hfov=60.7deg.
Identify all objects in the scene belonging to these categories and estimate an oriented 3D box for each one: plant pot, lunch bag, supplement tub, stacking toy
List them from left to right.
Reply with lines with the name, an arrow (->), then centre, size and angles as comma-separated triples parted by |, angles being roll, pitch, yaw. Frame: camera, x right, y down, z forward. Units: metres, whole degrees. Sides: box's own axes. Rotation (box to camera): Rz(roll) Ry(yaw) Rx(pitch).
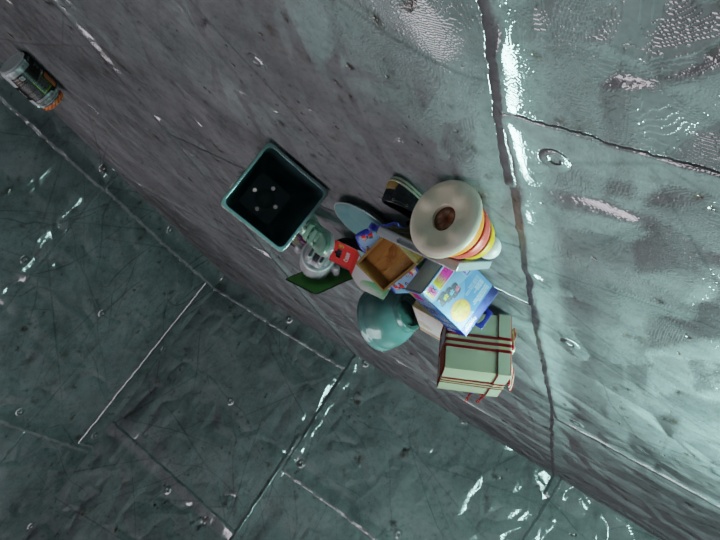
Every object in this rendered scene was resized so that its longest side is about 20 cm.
supplement tub -> -1.229, -0.706, 2.309 | 0.122, 0.123, 0.200 | 24, 162, 38
plant pot -> -0.235, -0.187, 1.589 | 0.196, 0.197, 0.200 | 39, 174, -17
plant pot -> 0.104, 0.140, 1.902 | 0.134, 0.201, 0.200 | -18, 130, 39
lunch bag -> 0.084, -0.040, 1.466 | 0.200, 0.094, 0.150 | 43, 155, -24
stacking toy -> 0.199, -0.068, 1.145 | 0.146, 0.146, 0.200 | 22, 178, 43

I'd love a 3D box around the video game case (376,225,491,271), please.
video game case -> 0.153, -0.045, 1.245 | 0.182, 0.022, 0.200 | 27, -165, 26

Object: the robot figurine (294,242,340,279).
robot figurine -> -0.140, -0.034, 1.998 | 0.169, 0.113, 0.200 | 34, 166, 0

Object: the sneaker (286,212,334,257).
sneaker -> -0.155, -0.109, 1.702 | 0.118, 0.074, 0.200 | 15, -154, -41

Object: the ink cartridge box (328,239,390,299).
ink cartridge box -> 0.000, 0.000, 1.745 | 0.200, 0.050, 0.161 | 23, 157, 0

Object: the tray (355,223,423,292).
tray -> 0.065, -0.025, 1.404 | 0.099, 0.037, 0.200 | 45, 152, 0

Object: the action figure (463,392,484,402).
action figure -> 0.431, 0.457, 2.330 | 0.065, 0.099, 0.200 | 27, 166, 33

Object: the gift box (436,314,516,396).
gift box -> 0.298, 0.212, 1.571 | 0.186, 0.185, 0.200 | 6, 156, 4

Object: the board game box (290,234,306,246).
board game box -> -0.209, -0.108, 2.101 | 0.120, 0.032, 0.200 | 29, 165, 9

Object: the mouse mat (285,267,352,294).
mouse mat -> -0.129, 0.023, 2.066 | 0.161, 0.200, 0.008 | 24, 123, 40

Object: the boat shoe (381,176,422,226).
boat shoe -> 0.124, -0.109, 1.253 | 0.200, 0.062, 0.075 | 37, 166, -18

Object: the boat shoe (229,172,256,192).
boat shoe -> -0.342, -0.244, 1.836 | 0.075, 0.086, 0.202 | 45, 164, -33

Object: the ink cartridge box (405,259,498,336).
ink cartridge box -> 0.220, 0.054, 1.406 | 0.200, 0.137, 0.076 | 42, 169, -27

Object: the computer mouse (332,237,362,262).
computer mouse -> 0.004, -0.051, 1.759 | 0.200, 0.053, 0.139 | 15, 157, 23

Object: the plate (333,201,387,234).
plate -> 0.020, -0.115, 1.547 | 0.200, 0.026, 0.200 | 34, 166, 9

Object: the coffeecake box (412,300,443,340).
coffeecake box -> 0.243, 0.146, 1.783 | 0.153, 0.073, 0.200 | 28, 164, 22
